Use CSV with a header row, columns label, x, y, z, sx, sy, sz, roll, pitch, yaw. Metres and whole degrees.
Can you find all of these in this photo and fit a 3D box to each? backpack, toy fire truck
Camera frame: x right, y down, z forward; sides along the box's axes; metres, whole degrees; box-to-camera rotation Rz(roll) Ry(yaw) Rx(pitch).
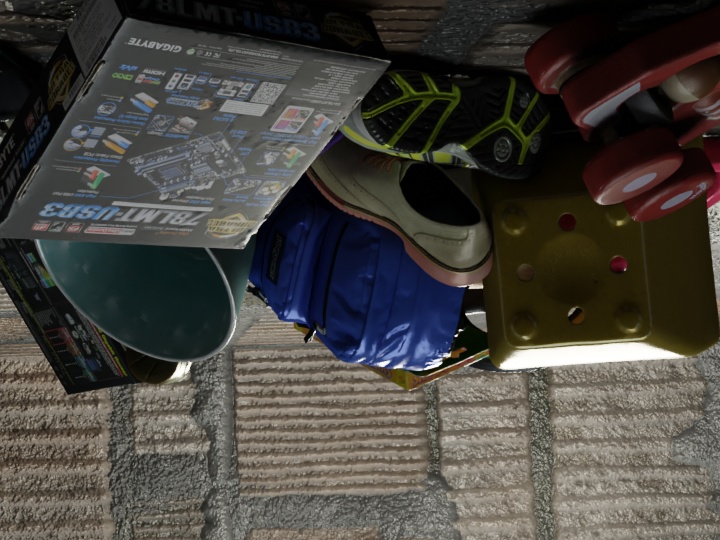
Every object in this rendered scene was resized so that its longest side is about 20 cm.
label,x,y,z,sx,sy,sz,roll,pitch,yaw
backpack,0.000,0.000,1.354,0.166,0.164,0.200,0,-161,-23
toy fire truck,0.215,-0.126,1.045,0.167,0.113,0.200,-32,162,20

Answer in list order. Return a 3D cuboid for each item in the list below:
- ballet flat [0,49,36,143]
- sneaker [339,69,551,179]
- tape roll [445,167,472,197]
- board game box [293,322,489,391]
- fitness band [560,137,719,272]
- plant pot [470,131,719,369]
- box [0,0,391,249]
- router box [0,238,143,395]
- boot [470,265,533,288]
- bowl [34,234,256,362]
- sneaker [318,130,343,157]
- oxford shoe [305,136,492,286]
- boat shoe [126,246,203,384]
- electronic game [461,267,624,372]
label,x,y,z,sx,sy,sz,roll,pitch,yaw
ballet flat,-0.237,-0.104,1.120,0.072,0.074,0.200,-4,172,14
sneaker,0.063,-0.115,1.182,0.199,0.076,0.076,11,-179,-40
tape roll,0.121,-0.068,1.602,0.201,0.037,0.203,-2,171,0
board game box,0.031,0.059,1.464,0.095,0.030,0.199,-21,-155,-30
fitness band,0.259,-0.057,1.463,0.199,0.038,0.144,-23,152,-3
plant pot,0.183,-0.011,1.289,0.193,0.197,0.200,-5,-173,16
box,-0.112,-0.093,1.001,0.199,0.050,0.199,3,142,-39
router box,-0.275,0.017,1.520,0.062,0.201,0.149,-37,-165,-33
boot,0.096,-0.024,1.532,0.200,0.071,0.144,-17,-156,-22
bowl,-0.167,-0.031,1.341,0.200,0.202,0.105,-9,-148,41
sneaker,-0.078,-0.117,1.136,0.083,0.081,0.200,-29,165,25
oxford shoe,0.027,-0.073,1.222,0.199,0.071,0.074,36,151,22
boat shoe,-0.165,0.004,1.451,0.073,0.203,0.063,7,179,17
electronic game,0.158,0.022,1.541,0.198,0.201,0.042,-5,133,16
